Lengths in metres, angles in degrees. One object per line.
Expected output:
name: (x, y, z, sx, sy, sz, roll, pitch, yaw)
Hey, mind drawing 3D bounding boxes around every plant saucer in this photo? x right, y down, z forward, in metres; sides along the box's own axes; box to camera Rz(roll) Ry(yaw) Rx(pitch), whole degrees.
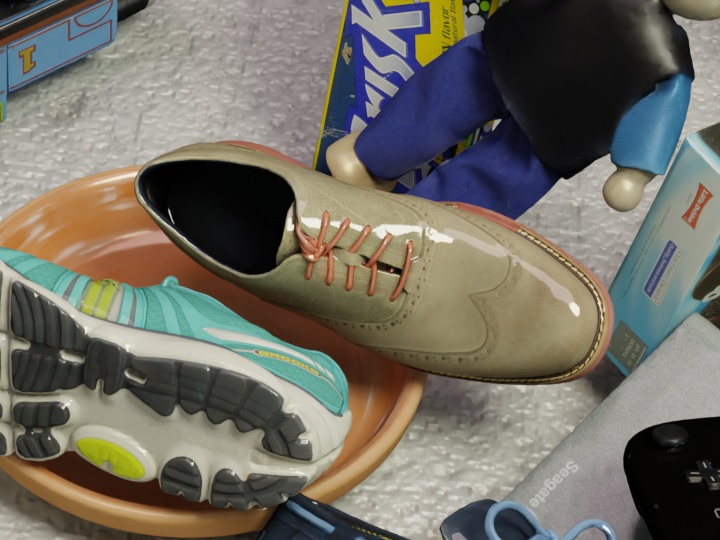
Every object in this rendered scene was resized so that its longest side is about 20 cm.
plant saucer: (-0.072, 0.035, 0.862, 0.199, 0.038, 0.201, 4, 44, -4)

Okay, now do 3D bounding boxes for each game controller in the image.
game controller: (0.197, 0.077, 0.737, 0.199, 0.042, 0.104, -5, 16, -5)

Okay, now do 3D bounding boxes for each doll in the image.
doll: (0.072, -0.079, 0.832, 0.048, 0.200, 0.137, -7, 68, -53)

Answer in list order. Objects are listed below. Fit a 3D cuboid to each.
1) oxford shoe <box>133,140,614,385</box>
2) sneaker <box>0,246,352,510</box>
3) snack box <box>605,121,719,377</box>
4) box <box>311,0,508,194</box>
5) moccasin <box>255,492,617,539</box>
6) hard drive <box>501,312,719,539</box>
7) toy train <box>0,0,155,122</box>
oxford shoe: (0.000, 0.000, 0.814, 0.199, 0.071, 0.075, 17, 6, 20)
sneaker: (-0.098, 0.034, 0.798, 0.199, 0.078, 0.080, 21, 25, 9)
snack box: (0.193, -0.031, 0.886, 0.199, 0.117, 0.037, -22, 58, -36)
box: (0.033, -0.115, 0.904, 0.070, 0.201, 0.064, 20, 32, 12)
moccasin: (0.038, 0.110, 0.721, 0.199, 0.080, 0.069, 5, 74, 30)
hard drive: (0.155, 0.123, 0.779, 0.139, 0.033, 0.200, -42, 60, -16)
toy train: (-0.167, -0.134, 0.961, 0.200, 0.115, 0.087, -31, 59, -31)
